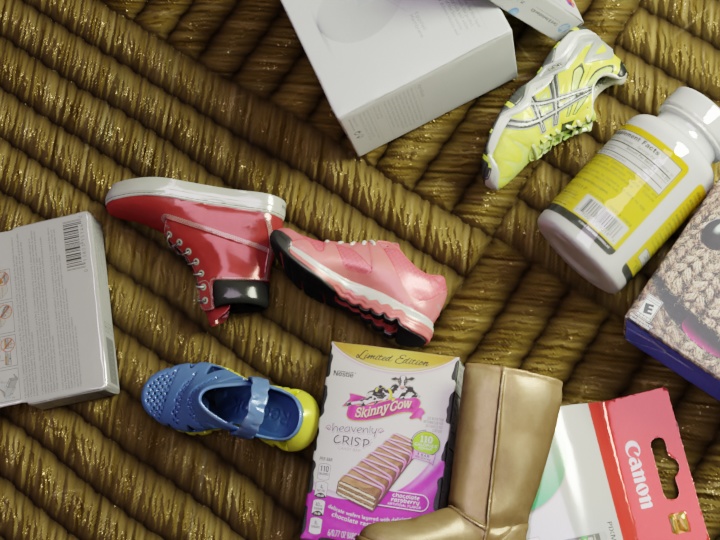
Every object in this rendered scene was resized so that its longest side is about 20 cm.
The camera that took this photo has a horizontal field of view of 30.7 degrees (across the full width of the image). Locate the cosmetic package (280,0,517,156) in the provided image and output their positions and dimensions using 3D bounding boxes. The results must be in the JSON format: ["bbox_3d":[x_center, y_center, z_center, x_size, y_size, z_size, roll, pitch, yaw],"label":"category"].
[{"bbox_3d":[0.036,-0.265,1.399,0.199,0.123,0.200,-26,72,4],"label":"cosmetic package"}]

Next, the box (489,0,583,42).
[{"bbox_3d":[0.139,-0.336,1.351,0.041,0.199,0.157,-35,60,30],"label":"box"}]

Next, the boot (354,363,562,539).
[{"bbox_3d":[0.093,0.186,1.243,0.174,0.066,0.201,13,78,-11],"label":"boot"}]

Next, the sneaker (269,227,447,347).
[{"bbox_3d":[0.000,0.000,1.370,0.199,0.074,0.087,30,70,7],"label":"sneaker"}]

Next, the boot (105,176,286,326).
[{"bbox_3d":[-0.188,-0.018,1.404,0.198,0.072,0.145,8,78,9],"label":"boot"}]

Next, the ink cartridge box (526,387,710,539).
[{"bbox_3d":[0.222,0.209,1.278,0.199,0.050,0.162,-15,73,8],"label":"ink cartridge box"}]

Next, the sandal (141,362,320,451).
[{"bbox_3d":[-0.143,0.132,1.336,0.199,0.087,0.080,3,77,27],"label":"sandal"}]

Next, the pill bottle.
[{"bbox_3d":[0.281,-0.084,1.311,0.111,0.111,0.200,43,86,18],"label":"pill bottle"}]

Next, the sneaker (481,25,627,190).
[{"bbox_3d":[0.199,-0.162,1.367,0.076,0.075,0.200,36,85,18],"label":"sneaker"}]

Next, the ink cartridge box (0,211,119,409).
[{"bbox_3d":[-0.361,0.051,1.428,0.175,0.045,0.201,-11,73,7],"label":"ink cartridge box"}]

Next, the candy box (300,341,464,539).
[{"bbox_3d":[0.024,0.180,1.314,0.135,0.061,0.201,6,76,12],"label":"candy box"}]

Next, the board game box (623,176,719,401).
[{"bbox_3d":[0.376,0.019,1.274,0.159,0.097,0.201,34,84,17],"label":"board game box"}]
